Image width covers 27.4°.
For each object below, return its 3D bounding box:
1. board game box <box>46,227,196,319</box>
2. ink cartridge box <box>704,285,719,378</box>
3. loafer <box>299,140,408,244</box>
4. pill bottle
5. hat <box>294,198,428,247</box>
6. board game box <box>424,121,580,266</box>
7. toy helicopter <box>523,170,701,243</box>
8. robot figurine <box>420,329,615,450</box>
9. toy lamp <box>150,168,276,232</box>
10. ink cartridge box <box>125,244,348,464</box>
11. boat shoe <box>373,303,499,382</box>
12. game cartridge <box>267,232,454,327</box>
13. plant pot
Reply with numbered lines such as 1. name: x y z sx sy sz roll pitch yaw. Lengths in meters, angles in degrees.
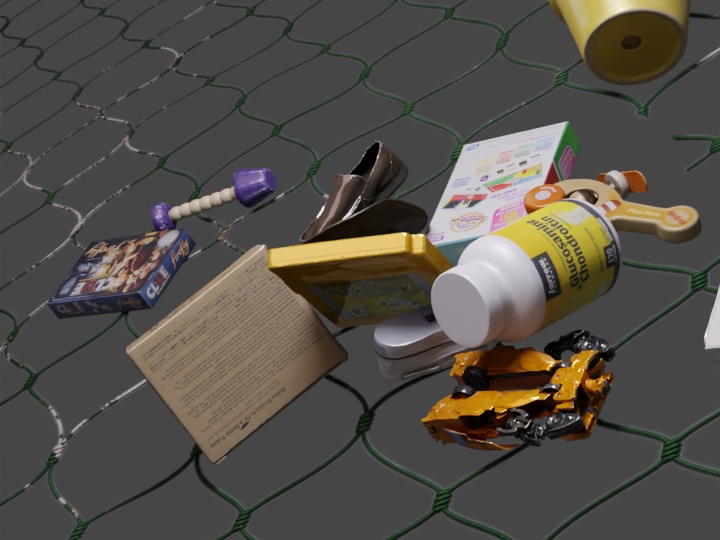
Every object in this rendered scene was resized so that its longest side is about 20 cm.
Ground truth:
1. board game box: -0.348 0.005 2.146 0.199 0.035 0.136 -7 40 37
2. ink cartridge box: 0.427 0.035 1.322 0.199 0.086 0.148 -8 39 38
3. loafer: -0.020 -0.095 1.941 0.073 0.072 0.200 6 48 47
4. pill bottle: 0.169 0.006 1.517 0.199 0.113 0.112 -25 21 -38
5. hat: 0.000 0.000 1.754 0.200 0.201 0.081 -27 68 10
6. board game box: 0.169 -0.090 1.786 0.152 0.040 0.201 -10 38 34
7. toy helicopter: 0.287 -0.066 1.634 0.199 0.079 0.132 11 42 37
8. robot figurine: 0.165 0.124 1.471 0.199 0.058 0.145 -5 41 40
9. toy lamp: -0.213 -0.103 2.150 0.199 0.058 0.058 -17 34 25
10. ink cartridge box: -0.142 0.094 1.690 0.200 0.165 0.075 -38 8 -9
11. boat shoe: 0.109 0.067 1.595 0.199 0.066 0.074 -14 34 -11
12. game cartridge: 0.016 0.013 1.617 0.175 0.200 0.033 -7 70 20
13. plant pot: 0.334 -0.345 1.861 0.200 0.201 0.190 -19 47 22
